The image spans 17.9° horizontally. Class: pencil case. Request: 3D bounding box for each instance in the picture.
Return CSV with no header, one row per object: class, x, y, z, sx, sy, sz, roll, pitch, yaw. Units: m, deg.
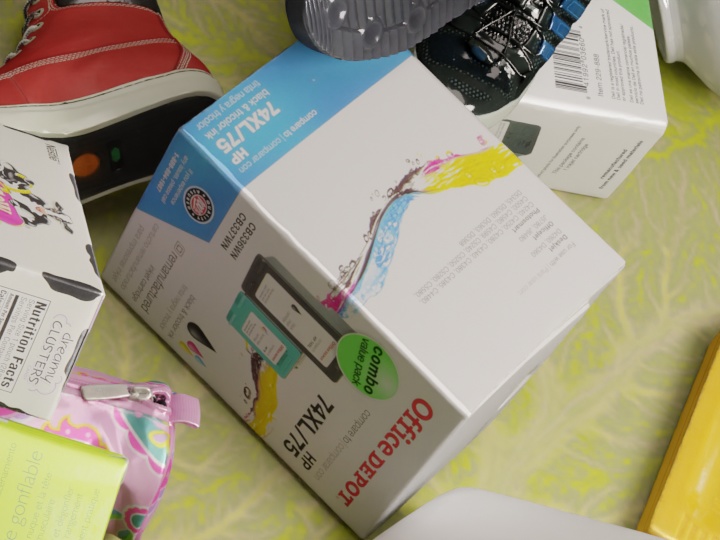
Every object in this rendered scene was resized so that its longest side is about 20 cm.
pencil case,-0.181,0.067,1.090,0.199,0.088,0.088,17,54,-13

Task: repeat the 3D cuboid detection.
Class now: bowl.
bowl,0.219,-0.183,1.392,0.090,0.201,0.202,-13,62,5

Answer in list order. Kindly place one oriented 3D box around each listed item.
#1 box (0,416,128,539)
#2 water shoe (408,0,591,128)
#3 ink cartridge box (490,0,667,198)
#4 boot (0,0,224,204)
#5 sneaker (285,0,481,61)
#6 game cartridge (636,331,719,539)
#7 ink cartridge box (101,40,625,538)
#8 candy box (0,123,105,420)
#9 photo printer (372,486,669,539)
box,-0.215,0.110,1.002,0.199,0.048,0.123,20,81,-20
water shoe,0.091,-0.157,1.253,0.071,0.079,0.200,37,53,0
ink cartridge box,0.066,-0.137,1.332,0.199,0.084,0.147,9,57,-20
boot,-0.186,-0.095,1.209,0.199,0.073,0.144,-16,46,-21
sneaker,0.010,-0.160,1.170,0.082,0.071,0.200,19,30,31
game cartridge,0.267,0.134,1.287,0.199,0.032,0.177,32,52,-5
ink cartridge box,0.000,0.000,1.177,0.200,0.147,0.146,44,52,7
candy box,-0.227,-0.026,1.039,0.199,0.072,0.168,18,20,-22
photo printer,0.070,0.178,1.072,0.166,0.199,0.070,-31,117,-35
